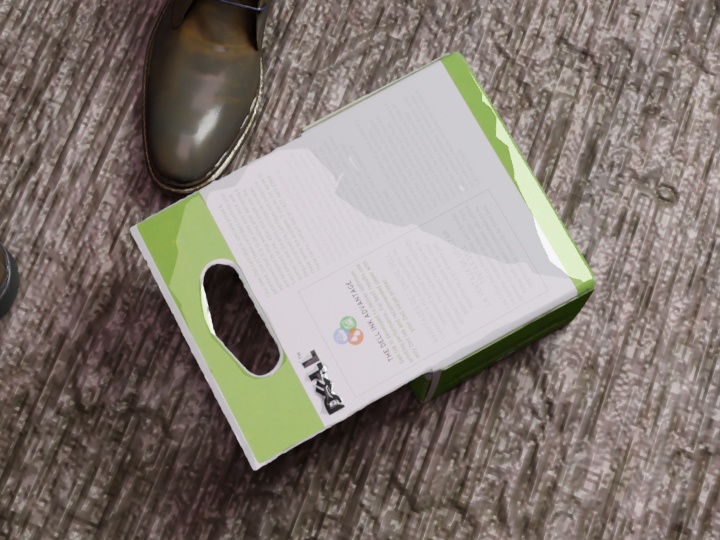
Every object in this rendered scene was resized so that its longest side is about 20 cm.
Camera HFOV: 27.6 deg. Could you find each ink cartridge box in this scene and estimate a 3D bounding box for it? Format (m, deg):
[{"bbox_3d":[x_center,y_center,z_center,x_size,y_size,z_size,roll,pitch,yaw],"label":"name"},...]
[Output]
[{"bbox_3d":[0.000,0.000,0.774,0.198,0.076,0.149,-28,76,-9],"label":"ink cartridge box"}]

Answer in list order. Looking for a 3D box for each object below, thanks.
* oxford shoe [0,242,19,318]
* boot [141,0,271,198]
[{"bbox_3d":[-0.281,-0.030,0.770,0.197,0.085,0.074,13,74,4],"label":"oxford shoe"},{"bbox_3d":[-0.082,-0.147,0.805,0.074,0.097,0.203,11,72,2],"label":"boot"}]
